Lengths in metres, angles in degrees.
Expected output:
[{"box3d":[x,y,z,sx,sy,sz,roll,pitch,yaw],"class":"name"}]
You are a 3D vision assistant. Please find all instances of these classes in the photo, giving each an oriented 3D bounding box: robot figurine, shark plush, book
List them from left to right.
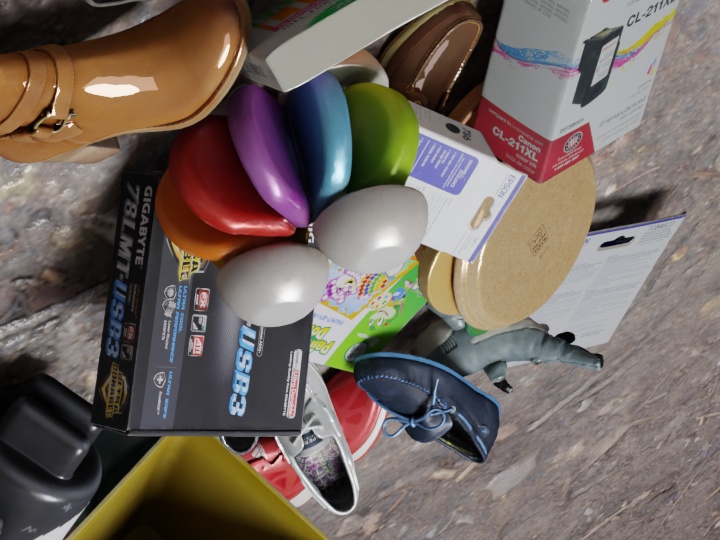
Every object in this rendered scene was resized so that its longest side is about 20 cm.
[{"box3d":[-0.289,0.182,1.403,0.150,0.125,0.200,6,128,-51],"class":"robot figurine"},{"box3d":[-0.020,-0.170,1.161,0.133,0.200,0.048,-32,106,-7],"class":"book"},{"box3d":[0.144,0.086,1.704,0.091,0.199,0.084,63,37,-69],"class":"shark plush"}]

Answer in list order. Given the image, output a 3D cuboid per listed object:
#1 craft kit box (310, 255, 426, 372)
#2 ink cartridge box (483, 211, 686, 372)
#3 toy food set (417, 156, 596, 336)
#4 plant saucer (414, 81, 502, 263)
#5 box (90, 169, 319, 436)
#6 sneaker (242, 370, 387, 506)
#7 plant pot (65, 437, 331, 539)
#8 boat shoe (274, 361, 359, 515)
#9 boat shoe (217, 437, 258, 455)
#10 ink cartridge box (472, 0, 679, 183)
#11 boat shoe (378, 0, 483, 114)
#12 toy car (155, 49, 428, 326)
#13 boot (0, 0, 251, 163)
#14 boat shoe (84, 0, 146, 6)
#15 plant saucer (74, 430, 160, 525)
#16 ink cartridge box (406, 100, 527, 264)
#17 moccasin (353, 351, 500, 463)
[{"box3d":[0.000,0.000,1.552,0.198,0.049,0.200,-45,150,17],"class":"craft kit box"},{"box3d":[0.230,0.012,1.819,0.199,0.041,0.201,-10,140,-39],"class":"ink cartridge box"},{"box3d":[0.140,-0.034,1.518,0.201,0.049,0.198,-61,147,-1],"class":"toy food set"},{"box3d":[0.110,-0.083,1.515,0.200,0.032,0.201,-32,138,-35],"class":"plant saucer"},{"box3d":[-0.115,0.030,1.353,0.198,0.050,0.201,8,89,-50],"class":"box"},{"box3d":[-0.059,0.167,1.684,0.115,0.078,0.200,1,131,-50],"class":"sneaker"},{"box3d":[-0.165,0.284,1.516,0.200,0.200,0.176,-47,180,-33],"class":"plant pot"},{"box3d":[-0.053,0.151,1.610,0.072,0.069,0.201,-23,123,-7],"class":"boat shoe"},{"box3d":[-0.110,0.068,1.448,0.071,0.068,0.201,-3,125,-5],"class":"boat shoe"},{"box3d":[0.182,-0.192,1.398,0.145,0.083,0.201,-30,146,-36],"class":"ink cartridge box"},{"box3d":[0.041,-0.130,1.388,0.072,0.068,0.200,4,130,-50],"class":"boat shoe"},{"box3d":[-0.058,-0.072,1.213,0.199,0.176,0.150,-28,151,24],"class":"toy car"},{"box3d":[-0.181,-0.132,1.108,0.199,0.077,0.155,-23,163,32],"class":"boot"},{"box3d":[-0.113,-0.204,1.128,0.199,0.057,0.067,-13,142,-36],"class":"boat shoe"},{"box3d":[-0.197,0.180,1.592,0.199,0.036,0.200,-28,149,-18],"class":"plant saucer"},{"box3d":[0.022,-0.085,1.348,0.199,0.039,0.100,24,122,-13],"class":"ink cartridge box"},{"box3d":[0.072,0.134,1.651,0.199,0.069,0.080,25,152,-38],"class":"moccasin"}]
